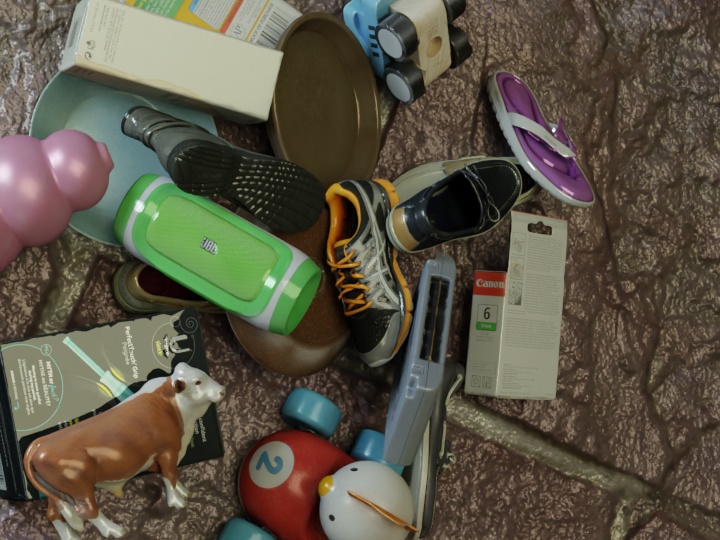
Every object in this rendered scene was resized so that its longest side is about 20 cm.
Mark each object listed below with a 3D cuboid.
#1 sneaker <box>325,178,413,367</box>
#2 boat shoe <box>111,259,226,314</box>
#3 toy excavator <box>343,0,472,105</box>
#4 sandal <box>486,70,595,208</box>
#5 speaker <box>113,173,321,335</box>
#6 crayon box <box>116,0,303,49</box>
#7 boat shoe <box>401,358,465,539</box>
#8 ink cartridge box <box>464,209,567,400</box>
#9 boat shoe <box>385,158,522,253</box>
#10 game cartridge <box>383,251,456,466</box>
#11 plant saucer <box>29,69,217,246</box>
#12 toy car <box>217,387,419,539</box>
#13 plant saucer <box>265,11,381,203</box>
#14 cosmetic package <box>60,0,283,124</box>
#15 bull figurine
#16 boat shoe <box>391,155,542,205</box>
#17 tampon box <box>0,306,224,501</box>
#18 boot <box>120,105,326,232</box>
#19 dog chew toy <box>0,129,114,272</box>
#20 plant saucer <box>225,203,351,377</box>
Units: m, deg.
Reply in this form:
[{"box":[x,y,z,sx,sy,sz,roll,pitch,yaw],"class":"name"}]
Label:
[{"box":[0.000,0.000,1.641,0.077,0.078,0.203,11,66,-44],"class":"sneaker"},{"box":[-0.152,0.008,1.632,0.198,0.066,0.075,-11,88,-26],"class":"boat shoe"},{"box":[0.012,-0.305,1.732,0.100,0.199,0.196,-40,144,-23],"class":"toy excavator"},{"box":[0.201,-0.155,1.767,0.082,0.050,0.204,-4,52,-40],"class":"sandal"},{"box":[-0.140,-0.016,1.550,0.198,0.089,0.089,29,71,10],"class":"speaker"},{"box":[-0.174,-0.268,1.665,0.199,0.051,0.127,34,72,-18],"class":"crayon box"},{"box":[0.081,0.190,1.713,0.062,0.073,0.203,9,75,-20],"class":"boat shoe"},{"box":[0.173,0.039,1.754,0.108,0.050,0.203,7,86,-46],"class":"ink cartridge box"},{"box":[0.111,-0.072,1.671,0.199,0.062,0.075,-24,90,-42],"class":"boat shoe"},{"box":[0.060,0.094,1.619,0.041,0.134,0.201,11,42,0],"class":"game cartridge"},{"box":[-0.243,-0.123,1.623,0.198,0.039,0.204,3,82,-25],"class":"plant saucer"},{"box":[-0.019,0.229,1.592,0.176,0.200,0.186,32,72,-17],"class":"toy car"},{"box":[-0.042,-0.170,1.679,0.199,0.029,0.203,8,81,-56],"class":"plant saucer"},{"box":[-0.187,-0.206,1.572,0.198,0.103,0.074,15,88,-18],"class":"cosmetic package"},{"box":[-0.207,0.167,1.450,0.198,0.065,0.123,-21,96,-25],"class":"bull figurine"},{"box":[0.117,-0.094,1.764,0.198,0.068,0.076,-16,90,-25],"class":"boat shoe"},{"box":[-0.253,0.129,1.539,0.198,0.126,0.152,-10,88,-25],"class":"tampon box"},{"box":[-0.134,-0.111,1.587,0.199,0.131,0.068,20,105,-40],"class":"boot"},{"box":[-0.330,-0.071,1.512,0.198,0.125,0.126,-24,94,-5],"class":"dog chew toy"},{"box":[-0.060,0.009,1.652,0.199,0.036,0.203,10,77,-46],"class":"plant saucer"}]
